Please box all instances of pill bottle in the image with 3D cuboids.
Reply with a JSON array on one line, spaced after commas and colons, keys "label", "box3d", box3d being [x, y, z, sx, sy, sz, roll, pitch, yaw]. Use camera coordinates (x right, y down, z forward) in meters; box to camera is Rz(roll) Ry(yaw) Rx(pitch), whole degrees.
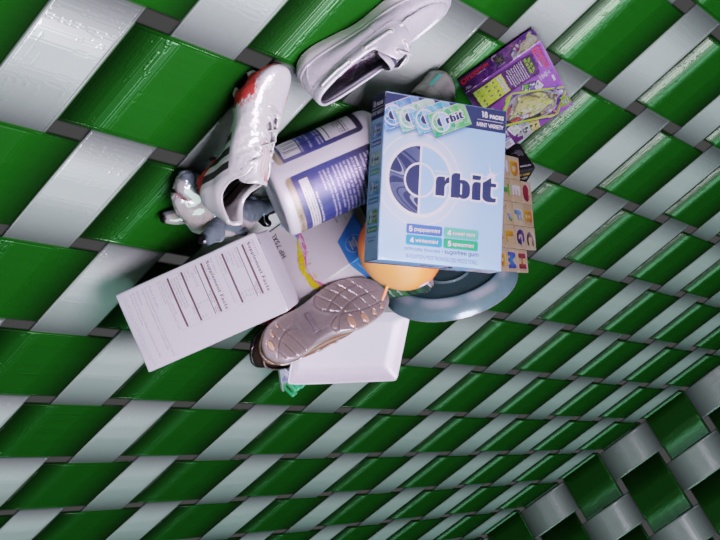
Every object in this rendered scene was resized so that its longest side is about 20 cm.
[{"label": "pill bottle", "box3d": [-0.020, -0.132, 1.414, 0.199, 0.111, 0.111, -24, 153, -9]}]

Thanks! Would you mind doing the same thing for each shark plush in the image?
[{"label": "shark plush", "box3d": [-0.156, -0.083, 1.425, 0.199, 0.091, 0.084, 3, 110, -39]}]

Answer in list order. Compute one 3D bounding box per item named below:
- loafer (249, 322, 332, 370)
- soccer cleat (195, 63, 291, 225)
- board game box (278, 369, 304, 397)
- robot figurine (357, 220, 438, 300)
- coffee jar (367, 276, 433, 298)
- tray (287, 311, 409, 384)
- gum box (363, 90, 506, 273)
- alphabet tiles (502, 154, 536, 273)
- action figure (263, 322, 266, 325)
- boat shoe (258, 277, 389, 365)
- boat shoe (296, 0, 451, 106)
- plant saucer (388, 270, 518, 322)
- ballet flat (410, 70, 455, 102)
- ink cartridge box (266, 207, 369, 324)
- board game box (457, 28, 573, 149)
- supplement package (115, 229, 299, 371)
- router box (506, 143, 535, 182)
[{"label": "loafer", "box3d": [-0.067, 0.103, 1.640, 0.199, 0.071, 0.074, -12, 109, -32]}, {"label": "soccer cleat", "box3d": [-0.125, -0.143, 1.303, 0.068, 0.085, 0.201, 4, 127, -46]}, {"label": "board game box", "box3d": [-0.049, 0.109, 1.793, 0.200, 0.026, 0.200, -43, 168, -15]}, {"label": "robot figurine", "box3d": [0.067, -0.055, 1.468, 0.143, 0.201, 0.117, -19, 123, 44]}, {"label": "coffee jar", "box3d": [0.000, 0.000, 1.619, 0.199, 0.105, 0.085, -15, 156, 17]}, {"label": "tray", "box3d": [-0.019, 0.107, 1.616, 0.199, 0.022, 0.108, 2, 105, -38]}, {"label": "gum box", "box3d": [0.093, -0.103, 1.368, 0.169, 0.202, 0.045, 6, 173, -23]}, {"label": "alphabet tiles", "box3d": [0.197, -0.081, 1.569, 0.006, 0.168, 0.200, -8, 174, 33]}, {"label": "action figure", "box3d": [-0.094, 0.044, 1.714, 0.200, 0.099, 0.065, -43, 156, -23]}, {"label": "boat shoe", "box3d": [-0.053, 0.069, 1.520, 0.199, 0.076, 0.072, -22, 168, -25]}, {"label": "boat shoe", "box3d": [0.023, -0.256, 1.288, 0.199, 0.069, 0.072, -27, 153, -3]}, {"label": "plant saucer", "box3d": [0.131, 0.010, 1.661, 0.199, 0.200, 0.028, -22, 119, -14]}, {"label": "ballet flat", "box3d": [0.103, -0.191, 1.490, 0.064, 0.067, 0.200, -54, 162, -19]}, {"label": "ink cartridge box", "box3d": [-0.074, -0.011, 1.565, 0.199, 0.117, 0.067, -35, 153, 10]}, {"label": "board game box", "box3d": [0.215, -0.243, 1.542, 0.120, 0.032, 0.200, -30, 154, 11]}, {"label": "supplement package", "box3d": [-0.196, 0.037, 1.473, 0.199, 0.110, 0.114, -24, -178, 7]}, {"label": "router box", "box3d": [0.141, -0.106, 1.679, 0.199, 0.052, 0.158, -13, 149, -29]}]
